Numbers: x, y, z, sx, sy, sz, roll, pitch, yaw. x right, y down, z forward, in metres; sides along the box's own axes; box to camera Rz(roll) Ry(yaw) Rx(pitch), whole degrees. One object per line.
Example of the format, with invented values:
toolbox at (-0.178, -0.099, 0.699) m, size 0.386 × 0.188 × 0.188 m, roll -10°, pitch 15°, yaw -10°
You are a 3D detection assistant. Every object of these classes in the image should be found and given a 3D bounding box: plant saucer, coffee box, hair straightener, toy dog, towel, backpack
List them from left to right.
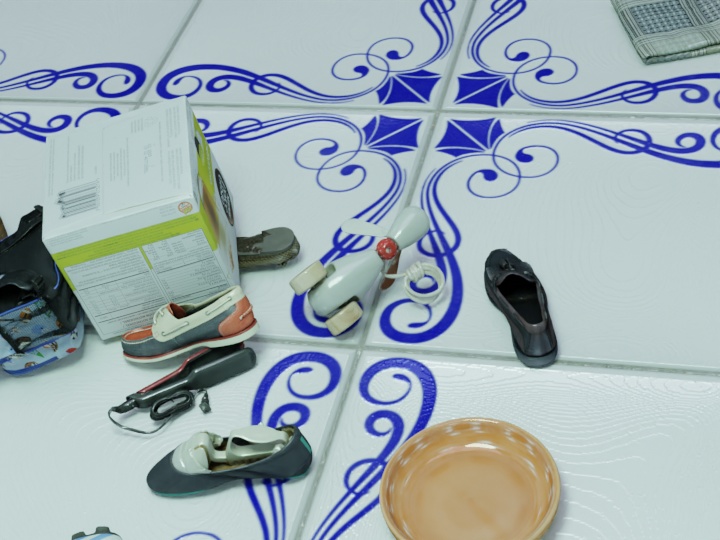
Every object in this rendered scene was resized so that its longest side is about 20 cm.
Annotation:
backpack at (-0.450, 0.040, 1.784) m, size 0.188 × 0.155 × 0.201 m, roll -17°, pitch 35°, yaw 4°
coffee box at (-0.278, -0.067, 1.795) m, size 0.197 × 0.199 × 0.201 m, roll -16°, pitch 45°, yaw 6°
hair straightener at (-0.213, 0.143, 1.700) m, size 0.198 × 0.041 × 0.077 m, roll -24°, pitch 43°, yaw -23°
toy dog at (0.000, 0.000, 1.783) m, size 0.198 × 0.134 × 0.096 m, roll -18°, pitch 3°, yaw -15°
plant saucer at (0.120, 0.246, 1.518) m, size 0.197 × 0.038 × 0.202 m, roll -6°, pitch 42°, yaw 5°
towel at (0.507, -0.397, 2.163) m, size 0.197 × 0.035 × 0.194 m, roll -10°, pitch 41°, yaw 0°

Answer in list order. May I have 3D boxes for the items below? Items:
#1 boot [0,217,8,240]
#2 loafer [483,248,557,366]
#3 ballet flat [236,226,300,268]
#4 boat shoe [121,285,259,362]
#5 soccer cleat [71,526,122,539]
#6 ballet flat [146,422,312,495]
boot at (-0.562, -0.024, 1.950) m, size 0.145 × 0.071 × 0.200 m, roll -25°, pitch 42°, yaw -13°
loafer at (0.200, 0.030, 1.724) m, size 0.071 × 0.064 × 0.201 m, roll -13°, pitch 41°, yaw -3°
ballet flat at (-0.175, -0.022, 1.887) m, size 0.197 × 0.047 × 0.068 m, roll -6°, pitch 50°, yaw 14°
boat shoe at (-0.221, 0.067, 1.743) m, size 0.198 × 0.063 × 0.071 m, roll -12°, pitch 24°, yaw 26°
soccer cleat at (-0.343, 0.337, 1.490) m, size 0.197 × 0.070 × 0.087 m, roll -17°, pitch 41°, yaw -7°
ballet flat at (-0.154, 0.209, 1.596) m, size 0.197 × 0.074 × 0.074 m, roll -7°, pitch 41°, yaw 5°
